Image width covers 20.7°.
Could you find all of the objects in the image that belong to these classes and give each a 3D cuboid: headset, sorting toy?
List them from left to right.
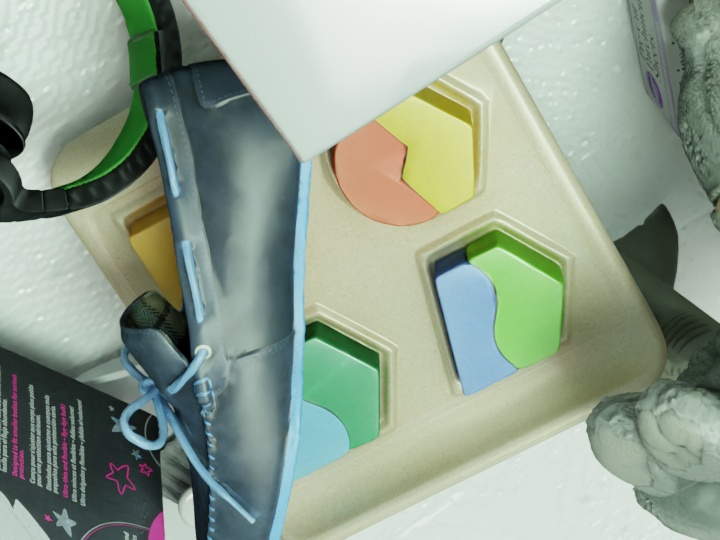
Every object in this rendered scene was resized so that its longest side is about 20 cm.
[{"bbox_3d":[-0.161,-0.079,0.707,0.199,0.094,0.124,0,82,-39],"label":"headset"},{"bbox_3d":[0.000,0.000,0.782,0.184,0.037,0.201,-27,106,13],"label":"sorting toy"}]

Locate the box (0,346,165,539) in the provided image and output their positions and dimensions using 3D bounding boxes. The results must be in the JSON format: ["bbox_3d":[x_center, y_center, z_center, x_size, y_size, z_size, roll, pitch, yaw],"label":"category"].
[{"bbox_3d":[-0.155,0.142,0.751,0.114,0.201,0.132,29,121,-29],"label":"box"}]

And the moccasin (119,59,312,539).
[{"bbox_3d":[-0.059,0.018,0.740,0.068,0.080,0.201,-1,102,-14],"label":"moccasin"}]

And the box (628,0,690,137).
[{"bbox_3d":[0.124,-0.143,0.786,0.039,0.042,0.201,-21,133,-3],"label":"box"}]

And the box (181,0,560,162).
[{"bbox_3d":[-0.024,-0.155,0.638,0.106,0.200,0.153,-32,115,10],"label":"box"}]

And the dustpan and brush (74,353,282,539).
[{"bbox_3d":[-0.018,0.068,0.856,0.199,0.057,0.140,-29,121,-3],"label":"dustpan and brush"}]

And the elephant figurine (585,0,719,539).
[{"bbox_3d":[0.180,0.005,0.751,0.155,0.141,0.201,49,57,-42],"label":"elephant figurine"}]

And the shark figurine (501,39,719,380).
[{"bbox_3d":[0.104,-0.017,0.862,0.215,0.128,0.090,49,61,-8],"label":"shark figurine"}]
